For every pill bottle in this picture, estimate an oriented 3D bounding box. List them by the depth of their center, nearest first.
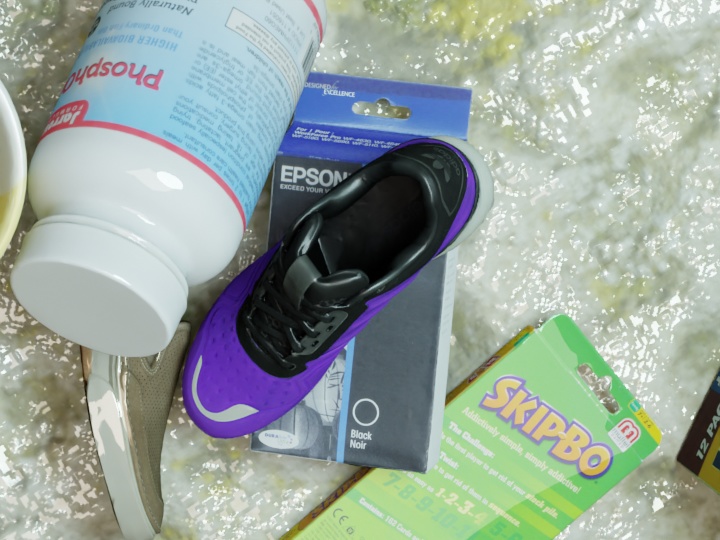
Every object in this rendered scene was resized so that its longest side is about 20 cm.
[{"bbox_3d":[-0.095,-0.064,1.162,0.108,0.109,0.201,26,60,-11],"label":"pill bottle"}]

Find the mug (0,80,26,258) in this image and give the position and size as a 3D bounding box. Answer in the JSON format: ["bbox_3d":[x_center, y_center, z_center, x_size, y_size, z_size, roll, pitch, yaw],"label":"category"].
[{"bbox_3d":[-0.241,-0.038,1.162,0.148,0.153,0.188,12,96,-10],"label":"mug"}]

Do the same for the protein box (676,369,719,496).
[{"bbox_3d":[0.300,0.099,1.234,0.197,0.200,0.136,26,93,-11],"label":"protein box"}]

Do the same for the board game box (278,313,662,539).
[{"bbox_3d":[0.060,0.119,1.290,0.200,0.030,0.096,-40,100,1],"label":"board game box"}]

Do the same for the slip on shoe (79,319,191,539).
[{"bbox_3d":[-0.115,0.039,1.234,0.060,0.076,0.202,-9,90,-8],"label":"slip on shoe"}]

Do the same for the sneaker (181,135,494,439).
[{"bbox_3d":[-0.025,0.007,1.181,0.070,0.099,0.200,46,103,7],"label":"sneaker"}]

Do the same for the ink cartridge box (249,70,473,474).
[{"bbox_3d":[0.000,0.000,1.246,0.099,0.039,0.202,6,96,12],"label":"ink cartridge box"}]
